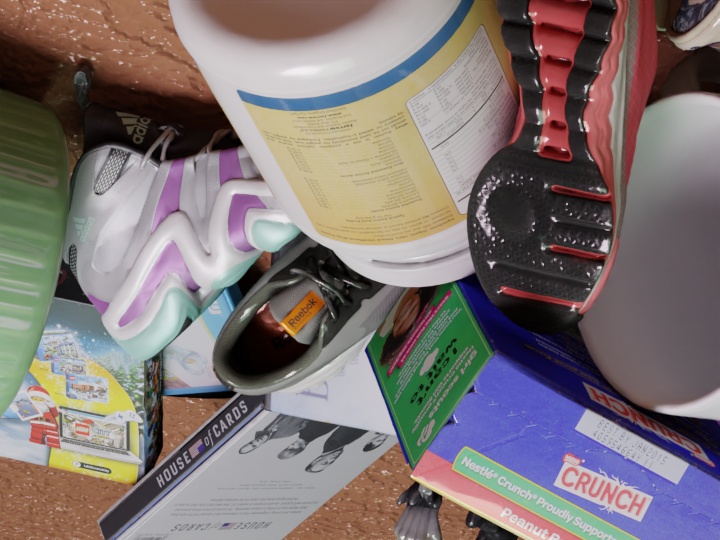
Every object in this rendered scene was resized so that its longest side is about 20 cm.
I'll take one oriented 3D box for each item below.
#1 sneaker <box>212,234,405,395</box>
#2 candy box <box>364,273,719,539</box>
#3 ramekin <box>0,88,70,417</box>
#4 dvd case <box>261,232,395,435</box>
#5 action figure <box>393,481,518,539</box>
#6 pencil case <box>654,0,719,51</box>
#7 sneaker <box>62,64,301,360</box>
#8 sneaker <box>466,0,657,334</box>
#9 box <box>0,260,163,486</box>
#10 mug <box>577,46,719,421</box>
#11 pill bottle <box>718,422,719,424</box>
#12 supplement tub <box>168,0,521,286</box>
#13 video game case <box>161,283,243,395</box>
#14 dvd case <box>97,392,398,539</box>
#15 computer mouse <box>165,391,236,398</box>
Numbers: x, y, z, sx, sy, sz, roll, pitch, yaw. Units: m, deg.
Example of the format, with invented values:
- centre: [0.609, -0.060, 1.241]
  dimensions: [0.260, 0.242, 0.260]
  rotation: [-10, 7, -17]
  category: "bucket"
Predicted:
- centre: [0.000, 0.000, 1.468]
  dimensions: [0.074, 0.079, 0.200]
  rotation: [48, 114, 7]
  category: "sneaker"
- centre: [0.099, 0.078, 1.368]
  dimensions: [0.169, 0.077, 0.200]
  rotation: [30, -172, -13]
  category: "candy box"
- centre: [-0.225, -0.010, 1.479]
  dimensions: [0.097, 0.201, 0.200]
  rotation: [13, 150, -22]
  category: "ramekin"
- centre: [0.044, 0.022, 1.508]
  dimensions: [0.199, 0.143, 0.018]
  rotation: [10, -163, 21]
  category: "dvd case"
- centre: [0.089, 0.139, 1.740]
  dimensions: [0.118, 0.102, 0.200]
  rotation: [9, 153, 22]
  category: "action figure"
- centre: [0.235, -0.107, 1.309]
  dimensions: [0.199, 0.078, 0.090]
  rotation: [19, 136, -19]
  category: "pencil case"
- centre: [-0.091, -0.061, 1.479]
  dimensions: [0.200, 0.078, 0.140]
  rotation: [-40, 93, 17]
  category: "sneaker"
- centre: [0.105, -0.068, 1.279]
  dimensions: [0.074, 0.087, 0.201]
  rotation: [19, 115, 28]
  category: "sneaker"
- centre: [-0.212, 0.045, 1.633]
  dimensions: [0.199, 0.038, 0.137]
  rotation: [12, 131, 8]
  category: "box"
- centre: [0.204, -0.021, 1.346]
  dimensions: [0.175, 0.201, 0.148]
  rotation: [8, 142, -37]
  category: "mug"
- centre: [0.167, 0.034, 1.530]
  dimensions: [0.199, 0.113, 0.112]
  rotation: [-7, 146, 26]
  category: "pill bottle"
- centre: [0.007, -0.095, 1.320]
  dimensions: [0.144, 0.145, 0.200]
  rotation: [-3, 148, 18]
  category: "supplement tub"
- centre: [-0.164, 0.016, 1.631]
  dimensions: [0.199, 0.018, 0.143]
  rotation: [-5, 126, 22]
  category: "video game case"
- centre: [-0.039, 0.101, 1.659]
  dimensions: [0.200, 0.025, 0.150]
  rotation: [-41, 153, 29]
  category: "dvd case"
- centre: [-0.076, 0.047, 1.678]
  dimensions: [0.199, 0.046, 0.140]
  rotation: [22, 148, -21]
  category: "computer mouse"
